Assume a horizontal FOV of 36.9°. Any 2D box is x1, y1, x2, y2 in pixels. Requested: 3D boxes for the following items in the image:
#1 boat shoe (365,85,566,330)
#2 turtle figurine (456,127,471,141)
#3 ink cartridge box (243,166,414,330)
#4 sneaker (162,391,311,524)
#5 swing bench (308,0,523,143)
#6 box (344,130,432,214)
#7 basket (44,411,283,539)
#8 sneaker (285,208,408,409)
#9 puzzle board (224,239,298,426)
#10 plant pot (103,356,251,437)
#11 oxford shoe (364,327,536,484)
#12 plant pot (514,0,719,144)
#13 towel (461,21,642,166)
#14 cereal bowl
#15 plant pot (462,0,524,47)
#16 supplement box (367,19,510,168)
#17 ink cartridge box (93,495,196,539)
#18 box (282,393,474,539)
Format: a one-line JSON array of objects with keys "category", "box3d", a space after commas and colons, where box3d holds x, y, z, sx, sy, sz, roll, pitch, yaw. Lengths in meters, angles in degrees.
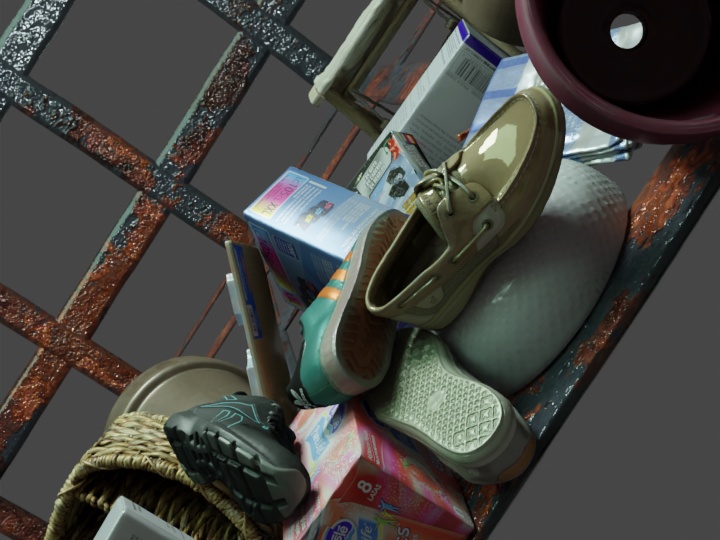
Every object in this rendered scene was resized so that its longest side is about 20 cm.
[{"category": "boat shoe", "box3d": [0.070, -0.041, 0.753, 0.201, 0.064, 0.073, -57, 42, 28]}, {"category": "turtle figurine", "box3d": [0.151, -0.123, 1.024, 0.161, 0.064, 0.201, -38, 13, 37]}, {"category": "ink cartridge box", "box3d": [0.000, 0.000, 0.999, 0.198, 0.137, 0.077, 23, 61, 36]}, {"category": "sneaker", "box3d": [-0.083, 0.127, 0.811, 0.079, 0.076, 0.199, -29, 19, -25]}, {"category": "swing bench", "box3d": [0.068, -0.253, 1.347, 0.200, 0.199, 0.130, -52, 13, 19]}, {"category": "box", "box3d": [0.019, -0.034, 1.196, 0.200, 0.039, 0.138, -49, 55, 32]}, {"category": "basket", "box3d": [-0.161, 0.227, 0.911, 0.149, 0.197, 0.144, -52, -22, -50]}, {"category": "sneaker", "box3d": [-0.006, 0.027, 0.844, 0.079, 0.072, 0.201, -30, 21, 36]}, {"category": "puzzle board", "box3d": [-0.086, 0.076, 0.966, 0.017, 0.204, 0.151, -14, -3, 4]}, {"category": "plant pot", "box3d": [-0.144, 0.189, 1.098, 0.174, 0.199, 0.202, -7, 50, 60]}, {"category": "oxford shoe", "box3d": [0.059, 0.097, 0.771, 0.076, 0.058, 0.200, -51, 28, -4]}, {"category": "plant pot", "box3d": [0.200, -0.182, 0.733, 0.202, 0.199, 0.179, -56, -3, 3]}, {"category": "towel", "box3d": [0.172, -0.146, 0.927, 0.198, 0.024, 0.149, -4, 55, 50]}, {"category": "cereal bowl", "box3d": [0.113, -0.005, 0.841, 0.201, 0.083, 0.201, -53, 14, 20]}, {"category": "plant pot", "box3d": [0.193, -0.352, 1.205, 0.202, 0.197, 0.176, -73, 3, -52]}, {"category": "supplement box", "box3d": [0.100, -0.171, 1.250, 0.201, 0.100, 0.104, -53, 13, 18]}, {"category": "ink cartridge box", "box3d": [-0.131, 0.285, 0.802, 0.146, 0.198, 0.084, -59, 10, -12]}, {"category": "box", "box3d": [0.004, 0.157, 0.814, 0.095, 0.102, 0.200, -54, 12, 10]}]
